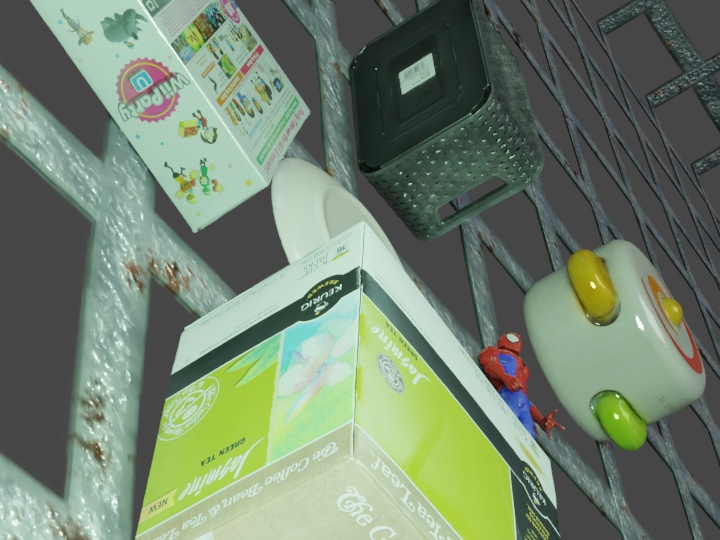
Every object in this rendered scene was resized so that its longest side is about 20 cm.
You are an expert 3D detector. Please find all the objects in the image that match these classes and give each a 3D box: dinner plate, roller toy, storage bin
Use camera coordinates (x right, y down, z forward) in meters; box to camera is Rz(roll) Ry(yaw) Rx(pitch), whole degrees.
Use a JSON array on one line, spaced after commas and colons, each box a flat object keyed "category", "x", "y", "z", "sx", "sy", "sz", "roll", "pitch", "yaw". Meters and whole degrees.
[{"category": "dinner plate", "x": 0.000, "y": 0.000, "z": 1.085, "sx": 0.201, "sy": 0.024, "sz": 0.201, "roll": 52, "pitch": 21, "yaw": -29}, {"category": "roller toy", "x": 0.263, "y": 0.067, "z": 1.484, "sx": 0.201, "sy": 0.139, "sz": 0.182, "roll": 60, "pitch": 19, "yaw": 0}, {"category": "storage bin", "x": 0.073, "y": -0.141, "z": 1.291, "sx": 0.094, "sy": 0.135, "sz": 0.201, "roll": 47, "pitch": 23, "yaw": -34}]

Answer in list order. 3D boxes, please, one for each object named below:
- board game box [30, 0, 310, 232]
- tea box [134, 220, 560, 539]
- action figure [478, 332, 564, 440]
[{"category": "board game box", "x": -0.122, "y": -0.144, "z": 0.915, "sx": 0.201, "sy": 0.064, "sz": 0.148, "roll": 55, "pitch": 21, "yaw": -14}, {"category": "tea box", "x": 0.003, "y": 0.124, "z": 0.748, "sx": 0.200, "sy": 0.133, "sz": 0.197, "roll": 51, "pitch": 20, "yaw": -25}, {"category": "action figure", "x": 0.131, "y": 0.116, "z": 1.224, "sx": 0.065, "sy": 0.051, "sz": 0.201, "roll": 47, "pitch": 21, "yaw": -26}]
